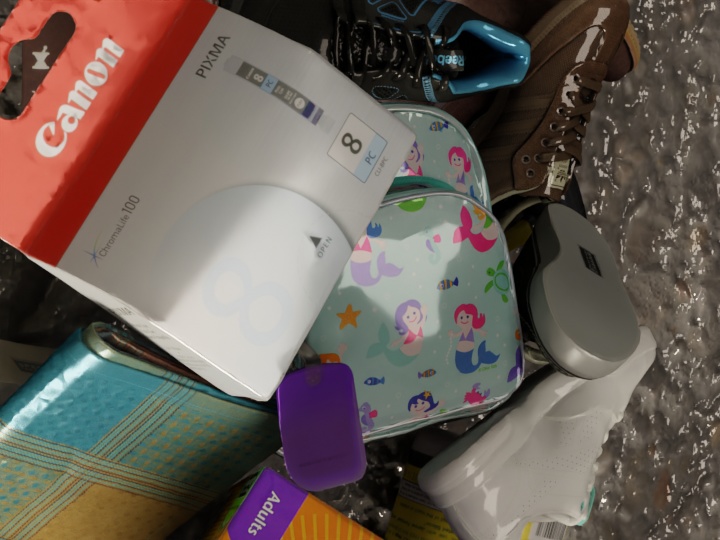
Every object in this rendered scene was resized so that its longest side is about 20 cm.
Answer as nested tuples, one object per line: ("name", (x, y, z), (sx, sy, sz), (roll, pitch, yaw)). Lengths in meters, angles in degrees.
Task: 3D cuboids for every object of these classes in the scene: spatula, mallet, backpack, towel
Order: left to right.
("towel", (-0.147, 0.109, 0.884), (0.147, 0.022, 0.200), (27, 124, -39))
("spatula", (-0.042, 0.016, 0.880), (0.056, 0.021, 0.200), (-10, 76, -44))
("backpack", (0.000, 0.000, 0.982), (0.177, 0.151, 0.200), (-11, 98, -23))
("mallet", (0.077, 0.006, 1.121), (0.200, 0.041, 0.066), (-39, 123, -22))

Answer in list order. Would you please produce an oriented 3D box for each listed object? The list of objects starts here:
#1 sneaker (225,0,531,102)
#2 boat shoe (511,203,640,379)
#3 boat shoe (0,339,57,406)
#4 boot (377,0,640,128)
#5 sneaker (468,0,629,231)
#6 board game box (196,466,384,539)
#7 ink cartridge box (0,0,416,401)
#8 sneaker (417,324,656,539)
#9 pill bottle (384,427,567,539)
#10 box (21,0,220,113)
("sneaker", (0.011, -0.129, 0.932), (0.200, 0.082, 0.073), (-8, 110, -44))
("boat shoe", (0.122, 0.025, 1.026), (0.071, 0.200, 0.064), (34, 111, -7))
("boat shoe", (-0.166, 0.088, 0.917), (0.200, 0.072, 0.069), (15, 110, -46))
("boot", (0.083, -0.131, 1.094), (0.200, 0.072, 0.167), (34, 90, -42))
("sneaker", (0.116, -0.083, 1.052), (0.070, 0.076, 0.200), (6, 127, -50))
("board game box", (-0.032, 0.248, 0.914), (0.200, 0.200, 0.200), (33, 77, -2))
("ink cartridge box", (-0.088, -0.056, 0.812), (0.200, 0.047, 0.160), (37, 72, -24))
("sneaker", (0.122, 0.109, 1.028), (0.200, 0.075, 0.089), (-35, 92, -34))
("pill bottle", (0.062, 0.210, 1.092), (0.112, 0.112, 0.200), (20, 85, -40))
("box", (-0.123, -0.125, 0.880), (0.100, 0.075, 0.200), (1, 97, -3))
